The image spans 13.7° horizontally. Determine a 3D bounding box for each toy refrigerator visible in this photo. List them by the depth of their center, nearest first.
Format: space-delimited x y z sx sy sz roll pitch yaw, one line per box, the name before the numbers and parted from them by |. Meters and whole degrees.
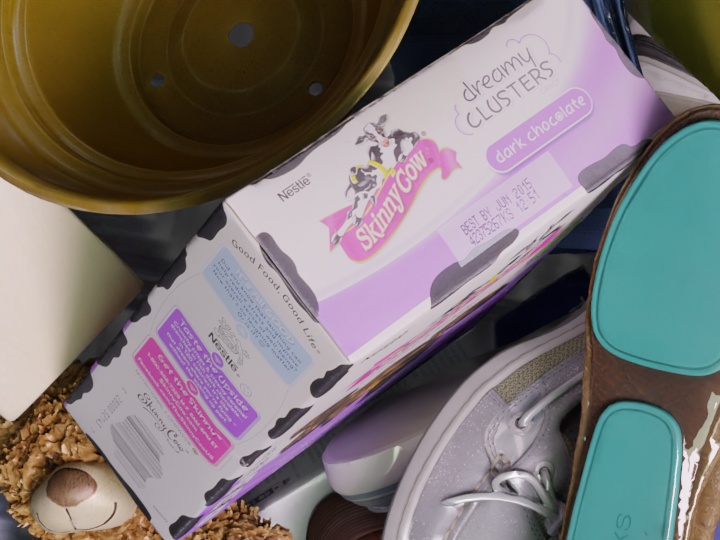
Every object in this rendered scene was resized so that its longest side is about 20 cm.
toy refrigerator | -0.180 -0.041 1.117 0.076 0.070 0.200 -46 117 -2

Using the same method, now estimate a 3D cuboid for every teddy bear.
teddy bear | -0.088 0.135 1.196 0.067 0.144 0.201 -38 135 -49

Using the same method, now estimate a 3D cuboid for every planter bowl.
planter bowl | -0.056 -0.101 1.093 0.200 0.201 0.083 -40 152 3

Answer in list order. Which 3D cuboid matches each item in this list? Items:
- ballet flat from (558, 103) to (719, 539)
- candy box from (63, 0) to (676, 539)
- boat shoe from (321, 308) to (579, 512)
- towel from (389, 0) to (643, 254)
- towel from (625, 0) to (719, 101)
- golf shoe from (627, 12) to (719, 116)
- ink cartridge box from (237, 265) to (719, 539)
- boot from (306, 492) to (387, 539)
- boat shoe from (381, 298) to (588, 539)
ballet flat | 0.115 0.036 1.058 0.068 0.072 0.201 14 104 23
candy box | 0.000 0.000 1.084 0.168 0.200 0.072 -35 83 -30
boat shoe | 0.073 0.065 1.185 0.200 0.070 0.072 -22 100 -37
towel | 0.053 -0.098 1.146 0.049 0.111 0.201 -43 125 -40
towel | 0.111 -0.119 1.093 0.018 0.200 0.086 -18 116 -6
golf shoe | 0.199 -0.096 1.175 0.199 0.073 0.092 -10 115 10
ink cartridge box | 0.058 0.129 1.272 0.200 0.041 0.200 -33 117 -1
boot | 0.023 0.200 1.180 0.073 0.155 0.201 -18 115 -7
boat shoe | 0.090 0.060 1.114 0.202 0.065 0.075 -38 130 -23
